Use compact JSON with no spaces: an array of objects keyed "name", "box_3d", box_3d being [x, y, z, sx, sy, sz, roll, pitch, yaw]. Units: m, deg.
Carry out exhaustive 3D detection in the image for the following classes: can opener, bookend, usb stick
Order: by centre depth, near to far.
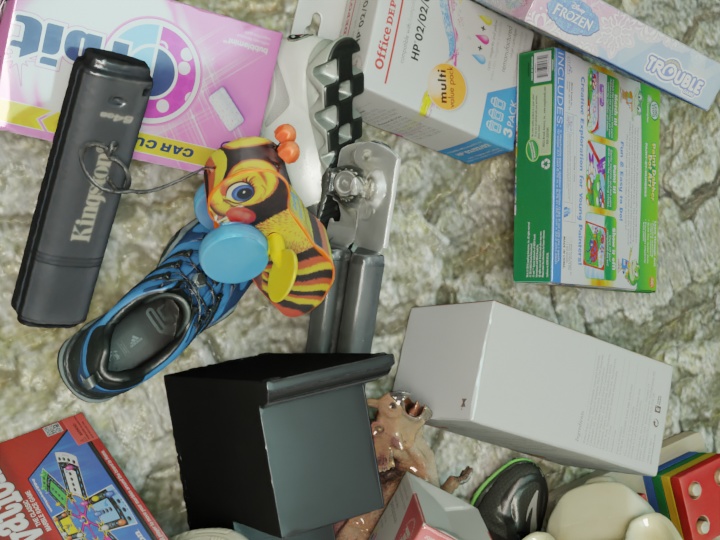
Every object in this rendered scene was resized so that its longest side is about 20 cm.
[{"name":"usb stick","box_3d":[-0.189,-0.050,0.688,0.055,0.033,0.201,8,114,-31]},{"name":"bookend","box_3d":[-0.048,0.162,0.707,0.092,0.200,0.200,-10,90,-29]},{"name":"can opener","box_3d":[0.000,0.000,0.783,0.067,0.053,0.201,-2,102,-63]}]

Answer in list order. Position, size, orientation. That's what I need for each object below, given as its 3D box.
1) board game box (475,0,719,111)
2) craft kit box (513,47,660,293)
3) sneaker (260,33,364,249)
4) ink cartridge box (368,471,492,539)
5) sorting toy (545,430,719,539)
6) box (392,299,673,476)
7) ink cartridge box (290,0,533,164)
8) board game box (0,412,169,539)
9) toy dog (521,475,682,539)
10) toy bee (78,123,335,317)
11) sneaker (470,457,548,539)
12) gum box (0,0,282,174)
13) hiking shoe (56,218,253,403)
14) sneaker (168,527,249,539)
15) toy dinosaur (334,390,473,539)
[{"name":"board game box","box_3d":[0.180,-0.216,0.872,0.199,0.199,0.044,18,107,-27]},{"name":"craft kit box","box_3d":[0.210,-0.083,0.923,0.197,0.048,0.201,5,86,-46]},{"name":"sneaker","box_3d":[-0.046,-0.088,0.811,0.074,0.088,0.201,-25,122,-56]},{"name":"ink cartridge box","box_3d":[0.017,0.259,0.723,0.067,0.116,0.201,28,94,-5]},{"name":"sorting toy","box_3d":[0.290,0.279,0.961,0.199,0.070,0.200,-15,93,-30]},{"name":"box","box_3d":[0.145,0.102,0.864,0.199,0.124,0.098,20,76,-27]},{"name":"ink cartridge box","box_3d":[0.043,-0.179,0.861,0.199,0.068,0.116,17,77,-27]},{"name":"board game box","box_3d":[-0.186,0.167,0.641,0.103,0.200,0.020,-20,128,-29]},{"name":"toy dog","box_3d":[0.207,0.288,0.828,0.139,0.194,0.201,-18,109,10]},{"name":"toy bee","box_3d":[-0.068,-0.040,0.677,0.200,0.109,0.131,19,43,-59]},{"name":"sneaker","box_3d":[0.122,0.258,0.860,0.077,0.084,0.201,29,73,-25]},{"name":"gum box","box_3d":[-0.167,-0.140,0.725,0.199,0.066,0.114,10,96,-29]},{"name":"hiking shoe","box_3d":[-0.126,0.023,0.739,0.074,0.087,0.200,49,65,-17]},{"name":"sneaker","box_3d":[-0.124,0.252,0.682,0.200,0.077,0.111,-31,114,18]},{"name":"toy dinosaur","box_3d":[0.015,0.195,0.812,0.135,0.086,0.201,28,89,-14]}]
